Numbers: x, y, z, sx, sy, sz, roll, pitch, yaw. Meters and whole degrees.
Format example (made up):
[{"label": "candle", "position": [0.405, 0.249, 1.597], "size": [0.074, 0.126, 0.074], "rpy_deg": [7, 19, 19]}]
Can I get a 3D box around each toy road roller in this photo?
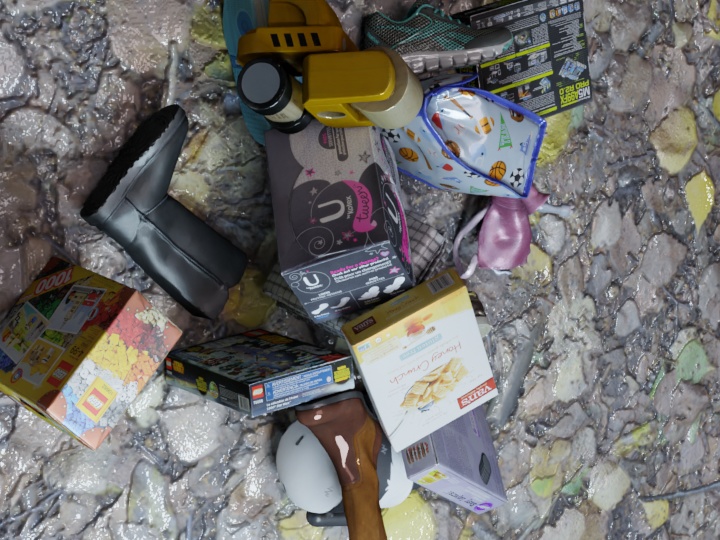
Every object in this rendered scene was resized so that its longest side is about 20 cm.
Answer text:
[{"label": "toy road roller", "position": [-0.035, -0.231, 1.542], "size": [0.123, 0.197, 0.148], "rpy_deg": [28, 64, -75]}]

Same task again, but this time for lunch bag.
[{"label": "lunch bag", "position": [0.097, -0.173, 1.754], "size": [0.198, 0.169, 0.126], "rpy_deg": [19, 82, -37]}]

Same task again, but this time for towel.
[{"label": "towel", "position": [0.000, 0.000, 1.698], "size": [0.167, 0.199, 0.086], "rpy_deg": [-56, 137, -13]}]

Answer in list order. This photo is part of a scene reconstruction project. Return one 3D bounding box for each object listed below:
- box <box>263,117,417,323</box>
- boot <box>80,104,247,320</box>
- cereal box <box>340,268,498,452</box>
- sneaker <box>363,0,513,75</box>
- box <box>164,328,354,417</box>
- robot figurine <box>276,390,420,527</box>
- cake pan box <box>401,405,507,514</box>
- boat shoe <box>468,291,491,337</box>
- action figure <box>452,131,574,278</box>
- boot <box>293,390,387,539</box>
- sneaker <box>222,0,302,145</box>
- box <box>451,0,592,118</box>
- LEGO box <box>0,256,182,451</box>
[{"label": "box", "position": [-0.022, -0.067, 1.608], "size": [0.115, 0.130, 0.202], "rpy_deg": [56, 20, -54]}, {"label": "boot", "position": [-0.194, -0.063, 1.625], "size": [0.200, 0.065, 0.165], "rpy_deg": [43, 82, -31]}, {"label": "cereal box", "position": [0.071, 0.104, 1.628], "size": [0.143, 0.040, 0.201], "rpy_deg": [-28, 135, -6]}, {"label": "sneaker", "position": [0.093, -0.289, 1.769], "size": [0.197, 0.077, 0.093], "rpy_deg": [-11, 95, -17]}, {"label": "box", "position": [-0.117, 0.112, 1.635], "size": [0.135, 0.199, 0.041], "rpy_deg": [-13, 104, -34]}, {"label": "robot figurine", "position": [-0.010, 0.234, 1.791], "size": [0.198, 0.124, 0.153], "rpy_deg": [1, 73, -37]}, {"label": "cake pan box", "position": [0.103, 0.187, 1.819], "size": [0.184, 0.052, 0.202], "rpy_deg": [35, 36, -52]}, {"label": "boat shoe", "position": [0.072, 0.061, 1.853], "size": [0.197, 0.072, 0.060], "rpy_deg": [-3, 61, -23]}, {"label": "action figure", "position": [0.188, -0.104, 1.861], "size": [0.147, 0.135, 0.202], "rpy_deg": [-9, 135, -11]}, {"label": "boot", "position": [-0.019, 0.241, 1.631], "size": [0.188, 0.067, 0.203], "rpy_deg": [35, 50, -72]}, {"label": "sneaker", "position": [-0.082, -0.257, 1.664], "size": [0.129, 0.079, 0.203], "rpy_deg": [-24, 122, -29]}, {"label": "box", "position": [0.214, -0.276, 1.899], "size": [0.198, 0.044, 0.163], "rpy_deg": [-22, 112, -31]}, {"label": "LEGO box", "position": [-0.296, 0.081, 1.496], "size": [0.077, 0.199, 0.150], "rpy_deg": [46, 72, -34]}]
